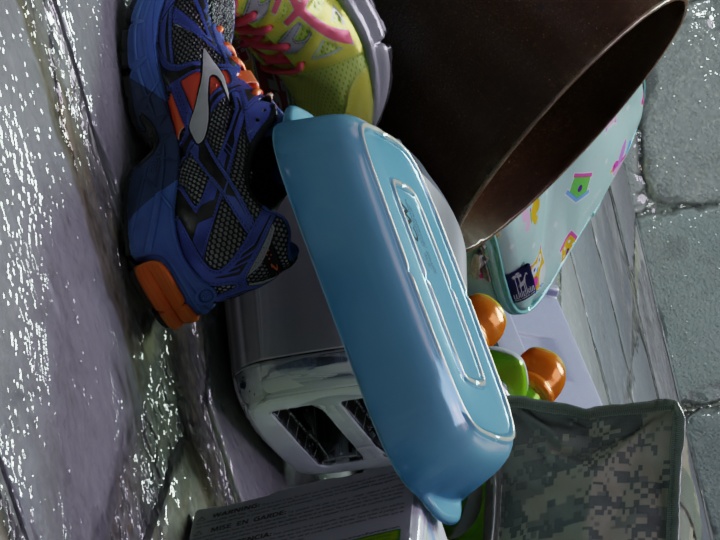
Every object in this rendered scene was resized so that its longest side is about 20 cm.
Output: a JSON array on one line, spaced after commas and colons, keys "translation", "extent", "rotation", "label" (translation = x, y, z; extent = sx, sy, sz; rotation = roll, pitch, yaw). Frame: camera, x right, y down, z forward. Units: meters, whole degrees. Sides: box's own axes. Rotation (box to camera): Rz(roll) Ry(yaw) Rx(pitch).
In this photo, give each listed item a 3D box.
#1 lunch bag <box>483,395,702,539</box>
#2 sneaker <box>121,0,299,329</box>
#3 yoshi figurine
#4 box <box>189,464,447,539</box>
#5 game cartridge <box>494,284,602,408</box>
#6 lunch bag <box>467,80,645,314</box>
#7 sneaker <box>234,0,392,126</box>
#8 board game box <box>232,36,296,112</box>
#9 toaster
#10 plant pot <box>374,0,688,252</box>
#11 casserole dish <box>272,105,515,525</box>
[{"translation": [0.120, 0.186, 1.457], "extent": [0.164, 0.117, 0.201], "rotation": [69, 25, -62], "label": "lunch bag"}, {"translation": [-0.063, -0.062, 1.296], "extent": [0.075, 0.078, 0.201], "rotation": [64, 18, -54], "label": "sneaker"}, {"translation": [0.036, 0.109, 1.537], "extent": [0.200, 0.112, 0.113], "rotation": [-55, 139, -50], "label": "yoshi figurine"}, {"translation": [0.001, 0.203, 1.249], "extent": [0.102, 0.112, 0.201], "rotation": [-83, 156, -62], "label": "box"}, {"translation": [0.083, 0.054, 1.737], "extent": [0.129, 0.038, 0.201], "rotation": [15, 36, -32], "label": "game cartridge"}, {"translation": [0.099, -0.081, 1.703], "extent": [0.200, 0.077, 0.161], "rotation": [-58, 152, -27], "label": "lunch bag"}, {"translation": [-0.055, -0.142, 1.431], "extent": [0.090, 0.078, 0.201], "rotation": [-37, 114, -27], "label": "sneaker"}, {"translation": [-0.045, -0.103, 1.569], "extent": [0.200, 0.030, 0.096], "rotation": [56, 24, -69], "label": "board game box"}, {"translation": [-0.007, 0.020, 1.405], "extent": [0.200, 0.113, 0.130], "rotation": [58, 25, -66], "label": "toaster"}, {"translation": [0.043, -0.144, 1.539], "extent": [0.200, 0.187, 0.187], "rotation": [43, 6, 11], "label": "plant pot"}, {"translation": [0.019, 0.012, 1.245], "extent": [0.201, 0.039, 0.121], "rotation": [69, 14, 14], "label": "casserole dish"}]
